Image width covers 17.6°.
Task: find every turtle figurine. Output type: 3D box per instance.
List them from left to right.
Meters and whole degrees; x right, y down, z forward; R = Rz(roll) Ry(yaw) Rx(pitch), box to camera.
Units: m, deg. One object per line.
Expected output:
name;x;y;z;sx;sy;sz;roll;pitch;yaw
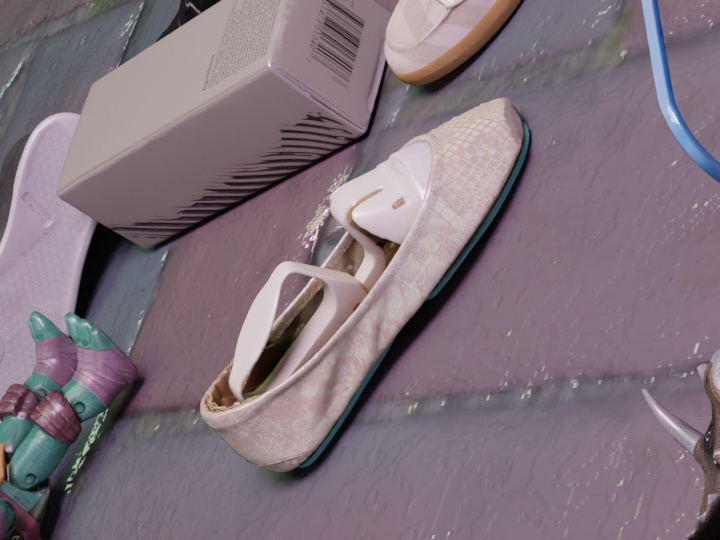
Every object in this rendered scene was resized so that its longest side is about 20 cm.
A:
turtle figurine;-0.205;0.112;1.211;0.149;0.101;0.200;17;60;47

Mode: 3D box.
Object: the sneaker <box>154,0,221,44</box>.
sneaker;-0.068;-0.176;1.288;0.200;0.087;0.076;-36;35;37

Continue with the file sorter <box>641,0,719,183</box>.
file sorter;0.199;-0.107;0.746;0.200;0.122;0.139;-40;32;31

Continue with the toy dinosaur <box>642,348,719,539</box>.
toy dinosaur;0.121;0.126;0.715;0.102;0.077;0.201;-20;50;66

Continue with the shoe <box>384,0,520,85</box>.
shoe;0.067;-0.180;1.107;0.200;0.053;0.070;-54;28;9

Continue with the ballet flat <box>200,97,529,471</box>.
ballet flat;0.000;0.000;1.027;0.201;0.062;0.067;-57;28;3

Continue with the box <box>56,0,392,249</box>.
box;-0.074;-0.086;1.228;0.200;0.068;0.083;-24;42;47

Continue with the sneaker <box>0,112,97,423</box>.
sneaker;-0.196;0.003;1.351;0.099;0.070;0.201;-145;76;-80
